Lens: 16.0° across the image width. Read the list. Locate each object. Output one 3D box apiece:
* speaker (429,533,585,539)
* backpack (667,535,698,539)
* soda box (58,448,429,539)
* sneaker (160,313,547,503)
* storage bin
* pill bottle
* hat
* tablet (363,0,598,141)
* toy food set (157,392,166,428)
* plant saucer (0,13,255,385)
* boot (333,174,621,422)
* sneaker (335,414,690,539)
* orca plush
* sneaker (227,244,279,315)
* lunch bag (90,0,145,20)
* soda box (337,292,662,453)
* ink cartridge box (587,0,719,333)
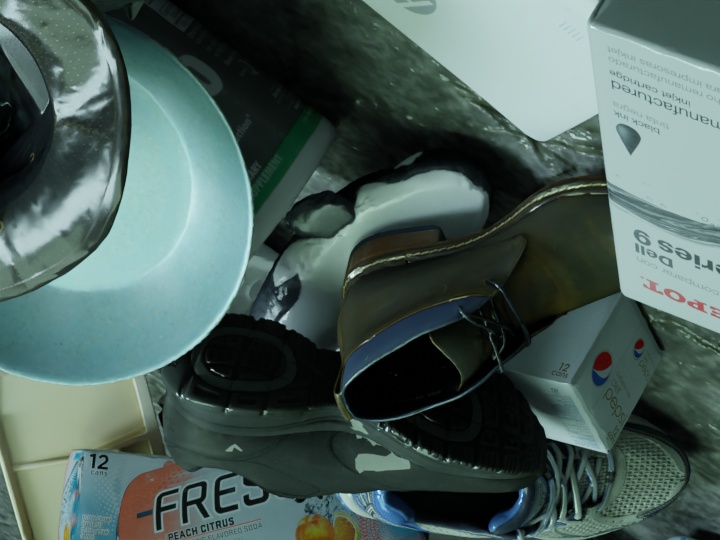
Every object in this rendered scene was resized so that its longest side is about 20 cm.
[{"bbox_3d":[0.034,0.172,1.537,0.200,0.081,0.081,10,162,-19],"label":"speaker"},{"bbox_3d":[0.198,0.263,1.515,0.177,0.151,0.200,32,149,7],"label":"backpack"},{"bbox_3d":[-0.064,0.139,1.416,0.200,0.064,0.068,6,175,-12],"label":"soda box"},{"bbox_3d":[-0.005,0.079,1.292,0.200,0.076,0.091,13,138,-3],"label":"sneaker"},{"bbox_3d":[-0.167,0.099,1.540,0.200,0.094,0.199,-115,13,-64],"label":"storage bin"},{"bbox_3d":[-0.122,-0.086,1.296,0.200,0.113,0.113,36,156,-5],"label":"pill bottle"},{"bbox_3d":[-0.178,-0.080,1.161,0.200,0.081,0.201,9,117,18],"label":"hat"},{"bbox_3d":[0.033,-0.134,1.141,0.200,0.014,0.130,39,155,-11],"label":"tablet"},{"bbox_3d":[-0.019,0.094,1.495,0.200,0.049,0.198,0,172,43],"label":"toy food set"},{"bbox_3d":[-0.145,-0.041,1.237,0.201,0.039,0.201,5,115,11],"label":"plant saucer"},{"bbox_3d":[0.077,0.019,1.208,0.200,0.097,0.075,-15,128,27],"label":"boot"},{"bbox_3d":[0.087,0.117,1.364,0.200,0.077,0.085,-1,-171,-15],"label":"sneaker"},{"bbox_3d":[0.000,0.000,1.323,0.105,0.071,0.200,21,125,-10],"label":"orca plush"},{"bbox_3d":[-0.122,-0.021,1.492,0.200,0.081,0.146,31,-170,-48],"label":"sneaker"},{"bbox_3d":[-0.127,-0.200,1.087,0.200,0.118,0.164,47,153,-20],"label":"lunch bag"},{"bbox_3d":[0.055,0.034,1.361,0.200,0.068,0.064,13,149,37],"label":"soda box"},{"bbox_3d":[0.180,-0.046,1.042,0.146,0.084,0.200,23,154,23],"label":"ink cartridge box"}]
